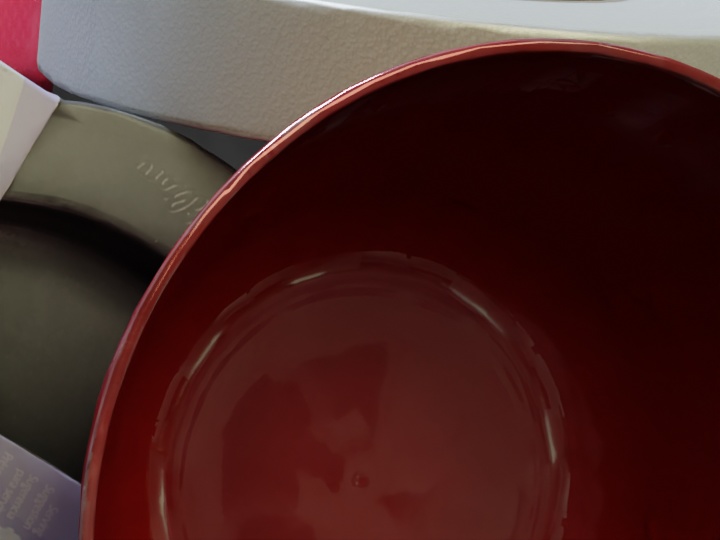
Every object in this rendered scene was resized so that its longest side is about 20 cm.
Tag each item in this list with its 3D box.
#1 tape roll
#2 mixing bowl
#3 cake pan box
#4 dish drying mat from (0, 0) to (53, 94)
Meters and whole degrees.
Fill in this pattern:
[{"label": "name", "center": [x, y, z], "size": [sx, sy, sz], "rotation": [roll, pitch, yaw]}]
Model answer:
[{"label": "tape roll", "center": [0.016, -0.061, 0.743], "size": [0.203, 0.203, 0.037], "rotation": [-2, 105, -35]}, {"label": "mixing bowl", "center": [0.020, 0.050, 0.623], "size": [0.200, 0.108, 0.200], "rotation": [-1, 93, -22]}, {"label": "cake pan box", "center": [-0.089, 0.059, 0.666], "size": [0.184, 0.052, 0.200], "rotation": [36, 74, -19]}, {"label": "dish drying mat", "center": [-0.180, -0.091, 0.765], "size": [0.200, 0.018, 0.077], "rotation": [8, 60, -12]}]
